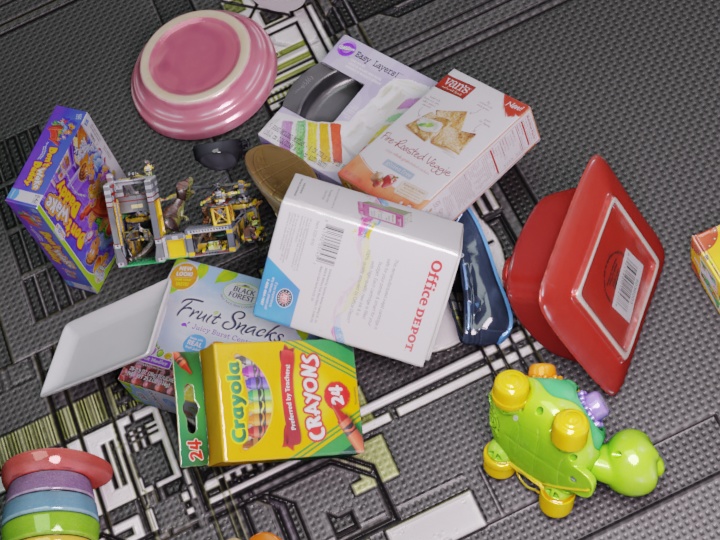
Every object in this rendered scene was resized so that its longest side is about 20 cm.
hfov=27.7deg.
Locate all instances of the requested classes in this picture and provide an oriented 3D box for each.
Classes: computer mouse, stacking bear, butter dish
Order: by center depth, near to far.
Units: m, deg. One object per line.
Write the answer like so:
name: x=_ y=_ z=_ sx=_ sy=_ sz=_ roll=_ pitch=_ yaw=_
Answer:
stacking bear: x=-0.332 y=0.305 z=1.573 sx=0.120 sy=0.114 sz=0.202 roll=-12 pitch=63 yaw=7
butter dish: x=0.220 y=0.006 z=1.583 sx=0.147 sy=0.200 sz=0.201 roll=0 pitch=57 yaw=41
computer mouse: x=-0.163 y=-0.139 z=1.755 sx=0.058 sy=0.200 sz=0.034 roll=-9 pitch=96 yaw=4

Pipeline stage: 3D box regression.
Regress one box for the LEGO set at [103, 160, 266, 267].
LEGO set: x=-0.214 y=-0.082 z=1.727 sx=0.198 sy=0.117 sz=0.154 roll=-5 pitch=15 yaw=17

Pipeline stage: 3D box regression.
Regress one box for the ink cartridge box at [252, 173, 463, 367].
ink cartridge box: x=0.000 y=0.000 z=1.577 sx=0.198 sy=0.146 sz=0.085 roll=17 pitch=25 yaw=1

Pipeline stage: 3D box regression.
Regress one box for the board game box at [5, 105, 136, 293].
board game box: x=-0.337 y=-0.081 z=1.738 sx=0.044 sy=0.200 sz=0.135 roll=14 pitch=65 yaw=20

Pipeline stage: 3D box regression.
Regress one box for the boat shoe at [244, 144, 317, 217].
boat shoe: x=-0.071 y=-0.071 z=1.744 sx=0.073 sy=0.070 sz=0.200 roll=-28 pitch=58 yaw=-29

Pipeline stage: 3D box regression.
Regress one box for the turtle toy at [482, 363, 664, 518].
turtle toy: x=0.216 y=0.174 z=1.505 sx=0.199 sy=0.147 sz=0.101 roll=32 pitch=50 yaw=27

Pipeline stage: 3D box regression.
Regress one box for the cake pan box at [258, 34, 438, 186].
cake pan box: x=-0.001 y=-0.182 z=1.804 sx=0.199 sy=0.052 sz=0.184 roll=32 pitch=70 yaw=27

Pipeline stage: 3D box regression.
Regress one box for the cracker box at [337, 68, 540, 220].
cracker box: x=0.090 y=-0.132 z=1.677 sx=0.200 sy=0.058 sz=0.134 roll=-42 pitch=47 yaw=-16

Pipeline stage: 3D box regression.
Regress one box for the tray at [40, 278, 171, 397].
tray: x=-0.290 y=0.083 z=1.686 sx=0.199 sy=0.022 sz=0.108 roll=-22 pitch=43 yaw=38

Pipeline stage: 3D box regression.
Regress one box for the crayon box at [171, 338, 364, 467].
crayon box: x=-0.098 y=0.141 z=1.557 sx=0.198 sy=0.051 sz=0.128 roll=-1 pitch=78 yaw=-27

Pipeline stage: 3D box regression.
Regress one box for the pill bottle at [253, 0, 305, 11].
pill bottle: x=-0.095 y=-0.450 z=1.945 sx=0.111 sy=0.113 sz=0.202 roll=3 pitch=61 yaw=15

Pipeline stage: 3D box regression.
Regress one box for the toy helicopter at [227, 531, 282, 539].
toy helicopter: x=-0.150 y=0.348 z=1.533 sx=0.198 sy=0.079 sz=0.134 roll=-4 pitch=68 yaw=24

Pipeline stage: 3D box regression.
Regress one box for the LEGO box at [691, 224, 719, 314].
LEGO box: x=0.464 y=0.027 z=1.552 sx=0.148 sy=0.077 sz=0.201 roll=-23 pitch=58 yaw=0

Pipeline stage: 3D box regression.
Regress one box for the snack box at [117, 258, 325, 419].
snack box: x=-0.151 y=0.090 z=1.672 sx=0.198 sy=0.068 sz=0.170 roll=16 pitch=66 yaw=20

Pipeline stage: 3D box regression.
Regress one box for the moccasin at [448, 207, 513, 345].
moccasin: x=0.110 y=-0.007 z=1.650 sx=0.068 sy=0.081 sz=0.201 roll=-10 pitch=55 yaw=-19

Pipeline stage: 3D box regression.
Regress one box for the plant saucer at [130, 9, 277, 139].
plant saucer: x=-0.209 y=-0.266 z=1.902 sx=0.198 sy=0.051 sz=0.202 roll=-6 pitch=60 yaw=10
